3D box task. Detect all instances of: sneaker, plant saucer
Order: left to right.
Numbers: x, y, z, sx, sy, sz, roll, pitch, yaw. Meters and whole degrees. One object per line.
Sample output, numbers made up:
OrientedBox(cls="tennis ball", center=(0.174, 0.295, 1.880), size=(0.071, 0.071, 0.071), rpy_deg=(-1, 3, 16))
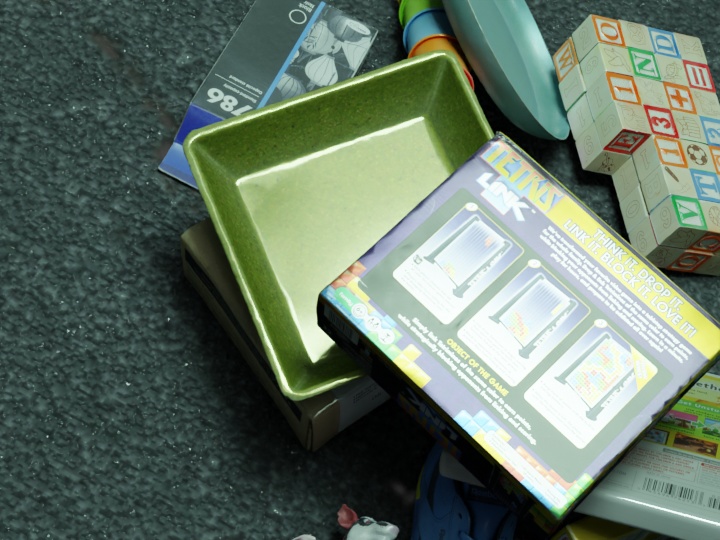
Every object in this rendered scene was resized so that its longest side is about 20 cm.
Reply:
OrientedBox(cls="plant saucer", center=(0.007, -0.027, 1.070), size=(0.200, 0.048, 0.200), rpy_deg=(-20, 70, -12))
OrientedBox(cls="sneaker", center=(0.067, 0.188, 1.057), size=(0.066, 0.078, 0.201), rpy_deg=(15, 57, -12))
OrientedBox(cls="plant saucer", center=(0.108, -0.189, 1.272), size=(0.200, 0.027, 0.200), rpy_deg=(51, 24, -34))

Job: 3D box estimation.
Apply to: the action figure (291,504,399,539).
OrientedBox(cls="action figure", center=(0.000, 0.233, 1.003), size=(0.134, 0.149, 0.200), rpy_deg=(15, 34, -8))

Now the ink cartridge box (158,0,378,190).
OrientedBox(cls="ink cartridge box", center=(-0.068, -0.134, 1.237), size=(0.099, 0.039, 0.200), rpy_deg=(27, 55, -2))

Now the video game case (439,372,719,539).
OrientedBox(cls="video game case", center=(0.170, 0.107, 1.062), size=(0.199, 0.023, 0.182), rpy_deg=(13, 28, 13))

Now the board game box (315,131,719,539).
OrientedBox(cls="board game box", center=(0.099, 0.037, 0.994), size=(0.165, 0.057, 0.200), rpy_deg=(-41, 74, -19))

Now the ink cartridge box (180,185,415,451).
OrientedBox(cls="ink cartridge box", center=(0.000, 0.000, 1.125), size=(0.200, 0.075, 0.165), rpy_deg=(-33, 72, -16))

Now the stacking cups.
OrientedBox(cls="stacking cups", center=(0.062, -0.169, 1.255), size=(0.060, 0.061, 0.200), rpy_deg=(11, 39, -12))

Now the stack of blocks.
OrientedBox(cls="stack of blocks", center=(0.236, -0.101, 1.293), size=(0.115, 0.059, 0.200), rpy_deg=(7, 57, -28))

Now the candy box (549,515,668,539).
OrientedBox(cls="candy box", center=(0.204, 0.167, 1.100), size=(0.200, 0.102, 0.026), rpy_deg=(-18, 70, -28))
